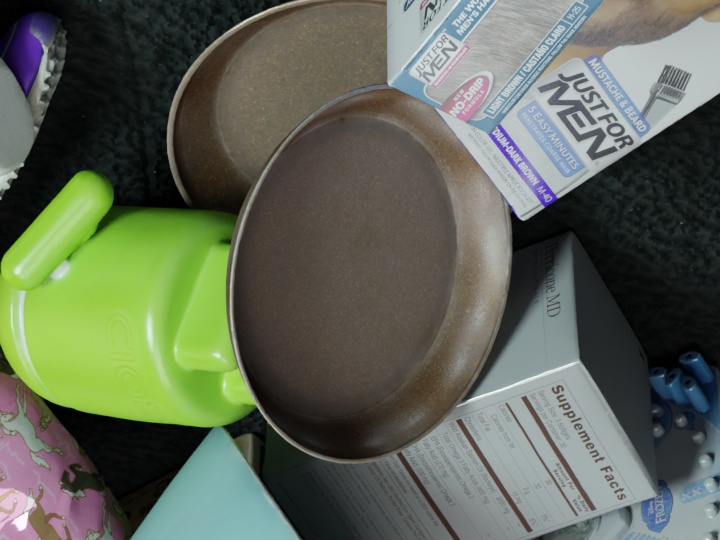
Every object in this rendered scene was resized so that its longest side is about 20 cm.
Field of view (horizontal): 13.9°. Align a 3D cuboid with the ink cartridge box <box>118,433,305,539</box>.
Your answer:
[{"bbox_3d":[-0.100,0.210,1.829,0.200,0.075,0.165,-29,124,22],"label":"ink cartridge box"}]

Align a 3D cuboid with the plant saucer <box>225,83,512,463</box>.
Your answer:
[{"bbox_3d":[0.000,0.000,1.547,0.032,0.200,0.200,14,149,47],"label":"plant saucer"}]

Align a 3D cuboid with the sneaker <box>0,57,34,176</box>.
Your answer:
[{"bbox_3d":[-0.246,-0.132,1.502,0.088,0.075,0.201,-11,106,37],"label":"sneaker"}]

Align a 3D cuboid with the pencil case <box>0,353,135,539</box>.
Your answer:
[{"bbox_3d":[-0.207,0.110,1.650,0.083,0.087,0.200,-25,105,39],"label":"pencil case"}]

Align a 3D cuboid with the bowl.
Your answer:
[{"bbox_3d":[-0.061,0.194,1.606,0.105,0.201,0.201,-35,127,-4],"label":"bowl"}]

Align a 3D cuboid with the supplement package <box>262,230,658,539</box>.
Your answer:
[{"bbox_3d":[0.057,0.084,1.686,0.199,0.117,0.117,-21,126,17],"label":"supplement package"}]

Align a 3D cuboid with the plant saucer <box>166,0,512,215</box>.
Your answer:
[{"bbox_3d":[-0.005,-0.078,1.597,0.199,0.037,0.201,1,132,1],"label":"plant saucer"}]

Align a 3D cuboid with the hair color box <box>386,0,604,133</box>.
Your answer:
[{"bbox_3d":[0.062,-0.170,1.405,0.060,0.200,0.100,25,128,-21],"label":"hair color box"}]

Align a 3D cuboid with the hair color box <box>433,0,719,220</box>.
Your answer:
[{"bbox_3d":[0.131,-0.127,1.508,0.200,0.065,0.109,-34,124,10],"label":"hair color box"}]

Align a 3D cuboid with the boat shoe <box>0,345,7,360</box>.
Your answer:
[{"bbox_3d":[-0.191,0.128,1.725,0.068,0.072,0.201,-8,102,12],"label":"boat shoe"}]

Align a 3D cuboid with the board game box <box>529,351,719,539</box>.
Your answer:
[{"bbox_3d":[0.118,0.148,1.687,0.199,0.200,0.026,-22,127,19],"label":"board game box"}]

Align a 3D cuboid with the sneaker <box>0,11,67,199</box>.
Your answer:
[{"bbox_3d":[-0.235,-0.071,1.584,0.099,0.070,0.200,29,123,-12],"label":"sneaker"}]

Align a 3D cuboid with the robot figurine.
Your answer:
[{"bbox_3d":[-0.118,0.024,1.607,0.199,0.116,0.175,4,158,42],"label":"robot figurine"}]
